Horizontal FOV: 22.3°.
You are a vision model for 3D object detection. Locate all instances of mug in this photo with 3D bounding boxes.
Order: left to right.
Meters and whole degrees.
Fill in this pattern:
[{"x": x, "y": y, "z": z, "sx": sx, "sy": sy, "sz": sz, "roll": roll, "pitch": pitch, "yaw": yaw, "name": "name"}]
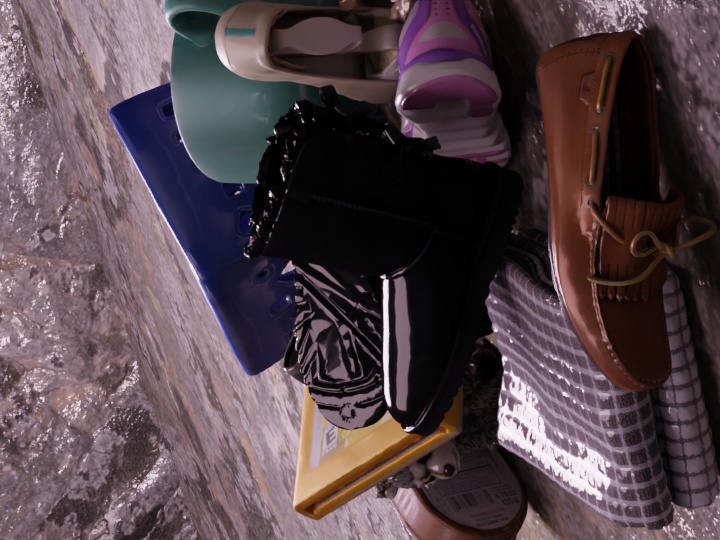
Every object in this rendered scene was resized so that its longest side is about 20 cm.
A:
[{"x": -0.060, "y": -0.140, "z": 1.337, "sx": 0.185, "sy": 0.114, "sz": 0.153, "roll": -17, "pitch": -74, "yaw": -65, "name": "mug"}]

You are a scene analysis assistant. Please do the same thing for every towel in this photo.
[{"x": 0.144, "y": 0.061, "z": 1.193, "sx": 0.200, "sy": 0.085, "sz": 0.167, "roll": 31, "pitch": 141, "yaw": 66, "name": "towel"}]

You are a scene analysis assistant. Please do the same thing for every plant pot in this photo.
[{"x": -0.078, "y": -0.061, "z": 1.560, "sx": 0.201, "sy": 0.179, "sz": 0.200, "roll": 59, "pitch": 173, "yaw": 29, "name": "plant pot"}]

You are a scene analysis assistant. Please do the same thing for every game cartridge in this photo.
[{"x": 0.014, "y": 0.074, "z": 1.432, "sx": 0.176, "sy": 0.032, "sz": 0.201, "roll": -36, "pitch": 39, "yaw": 38, "name": "game cartridge"}]

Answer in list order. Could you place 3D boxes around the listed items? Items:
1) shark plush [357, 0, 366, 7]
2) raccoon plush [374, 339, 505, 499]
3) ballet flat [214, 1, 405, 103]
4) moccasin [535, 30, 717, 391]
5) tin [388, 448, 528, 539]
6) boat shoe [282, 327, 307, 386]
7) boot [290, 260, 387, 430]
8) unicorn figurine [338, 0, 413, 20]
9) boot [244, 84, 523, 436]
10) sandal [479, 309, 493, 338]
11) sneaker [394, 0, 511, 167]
[{"x": -0.034, "y": -0.196, "z": 1.446, "sx": 0.091, "sy": 0.083, "sz": 0.201, "roll": -107, "pitch": -6, "yaw": -52, "name": "shark plush"}, {"x": 0.044, "y": 0.119, "z": 1.523, "sx": 0.200, "sy": 0.133, "sz": 0.097, "roll": 26, "pitch": 138, "yaw": 68, "name": "raccoon plush"}, {"x": -0.006, "y": -0.153, "z": 1.259, "sx": 0.069, "sy": 0.199, "sz": 0.070, "roll": 6, "pitch": 97, "yaw": 50, "name": "ballet flat"}, {"x": 0.152, "y": -0.033, "z": 1.033, "sx": 0.077, "sy": 0.073, "sz": 0.203, "roll": -5, "pitch": 88, "yaw": 45, "name": "moccasin"}, {"x": 0.066, "y": 0.159, "z": 1.556, "sx": 0.200, "sy": 0.111, "sz": 0.042, "roll": 56, "pitch": 135, "yaw": 34, "name": "tin"}, {"x": 0.000, "y": 0.000, "z": 1.428, "sx": 0.063, "sy": 0.201, "sz": 0.071, "roll": 30, "pitch": 164, "yaw": -28, "name": "boat shoe"}, {"x": 0.021, "y": 0.009, "z": 1.318, "sx": 0.076, "sy": 0.168, "sz": 0.202, "roll": -18, "pitch": 80, "yaw": 32, "name": "boot"}, {"x": 0.004, "y": -0.251, "z": 1.243, "sx": 0.200, "sy": 0.073, "sz": 0.138, "roll": 33, "pitch": 121, "yaw": 54, "name": "unicorn figurine"}, {"x": 0.003, "y": -0.006, "z": 1.175, "sx": 0.073, "sy": 0.161, "sz": 0.200, "roll": -143, "pitch": 71, "yaw": -70, "name": "boot"}, {"x": 0.052, "y": 0.030, "z": 1.507, "sx": 0.200, "sy": 0.075, "sz": 0.045, "roll": 0, "pitch": 105, "yaw": 66, "name": "sandal"}, {"x": 0.060, "y": -0.124, "z": 1.250, "sx": 0.200, "sy": 0.080, "sz": 0.089, "roll": 82, "pitch": -178, "yaw": -71, "name": "sneaker"}]
